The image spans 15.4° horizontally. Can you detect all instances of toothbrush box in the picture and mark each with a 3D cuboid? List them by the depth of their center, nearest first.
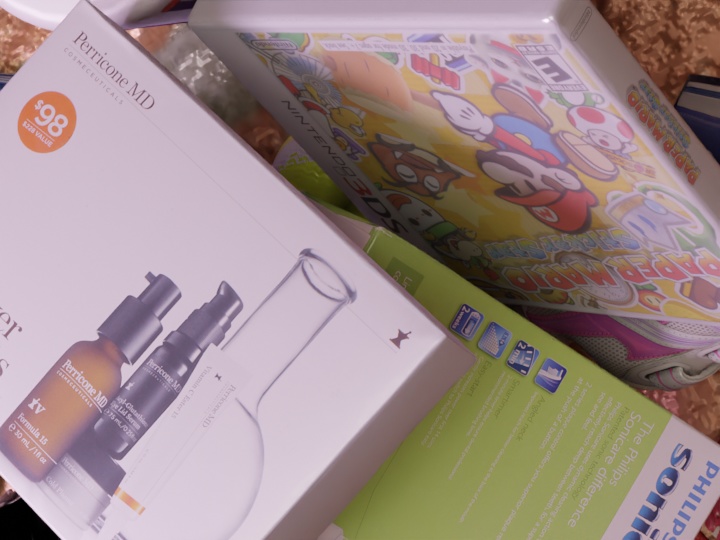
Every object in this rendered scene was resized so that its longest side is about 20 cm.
[{"bbox_3d":[0.029,0.083,1.068,0.200,0.086,0.146,32,88,-25],"label":"toothbrush box"}]

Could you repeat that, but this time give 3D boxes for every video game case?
[{"bbox_3d":[0.052,-0.043,1.007,0.200,0.182,0.023,5,57,48],"label":"video game case"}]

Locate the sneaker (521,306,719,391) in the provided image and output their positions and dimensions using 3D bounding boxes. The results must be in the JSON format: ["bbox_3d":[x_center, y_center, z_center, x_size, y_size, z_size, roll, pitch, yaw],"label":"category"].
[{"bbox_3d":[0.140,0.005,1.097,0.200,0.081,0.088,15,129,47],"label":"sneaker"}]

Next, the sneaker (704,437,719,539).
[{"bbox_3d":[0.242,0.114,1.145,0.200,0.075,0.081,14,83,25],"label":"sneaker"}]

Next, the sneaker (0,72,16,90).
[{"bbox_3d":[-0.136,-0.041,1.208,0.199,0.089,0.079,14,100,12],"label":"sneaker"}]

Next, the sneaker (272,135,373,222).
[{"bbox_3d":[0.000,0.000,1.193,0.076,0.105,0.200,24,133,13],"label":"sneaker"}]

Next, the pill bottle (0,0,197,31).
[{"bbox_3d":[-0.088,-0.159,1.121,0.111,0.200,0.112,2,98,14],"label":"pill bottle"}]

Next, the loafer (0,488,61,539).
[{"bbox_3d":[-0.151,0.125,1.206,0.200,0.071,0.073,-38,62,50],"label":"loafer"}]

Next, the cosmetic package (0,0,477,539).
[{"bbox_3d":[-0.080,0.020,0.984,0.200,0.052,0.151,42,90,21],"label":"cosmetic package"}]

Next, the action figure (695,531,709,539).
[{"bbox_3d":[0.128,0.133,1.188,0.065,0.052,0.200,-41,89,11],"label":"action figure"}]

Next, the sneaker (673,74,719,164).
[{"bbox_3d":[0.209,-0.002,1.129,0.199,0.081,0.115,23,101,9],"label":"sneaker"}]
